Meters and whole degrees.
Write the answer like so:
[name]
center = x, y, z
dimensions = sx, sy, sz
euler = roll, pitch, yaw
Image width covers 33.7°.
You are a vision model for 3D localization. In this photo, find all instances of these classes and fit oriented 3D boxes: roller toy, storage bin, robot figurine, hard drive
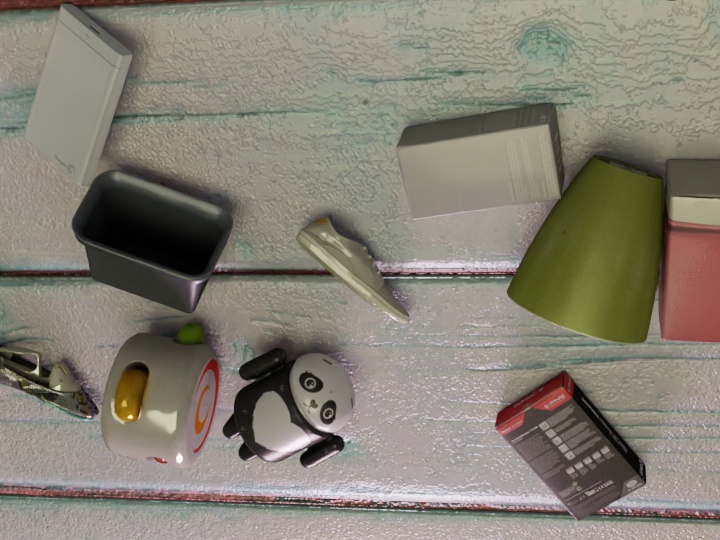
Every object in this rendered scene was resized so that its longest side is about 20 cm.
[roller toy]
center = -0.292, 0.187, 1.710
dimensions = 0.139, 0.200, 0.183
euler = 10, 124, 7
[storage bin]
center = -0.284, -0.036, 1.639
dimensions = 0.199, 0.146, 0.135
euler = 20, 146, 1
[robot figurine]
center = -0.103, 0.201, 1.713
dimensions = 0.199, 0.125, 0.150
euler = -29, 139, 23
[hard drive]
center = -0.378, -0.231, 1.578
dimensions = 0.132, 0.027, 0.201
euler = 40, 122, 24

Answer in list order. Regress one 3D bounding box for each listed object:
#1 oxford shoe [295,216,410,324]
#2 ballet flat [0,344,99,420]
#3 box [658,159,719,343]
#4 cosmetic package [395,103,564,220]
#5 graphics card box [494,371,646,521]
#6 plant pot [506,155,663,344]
[oxford shoe]
center = 0.000, 0.000, 1.630
dimensions = 0.200, 0.075, 0.058
euler = 43, 81, -13
[ballet flat]
center = -0.485, 0.162, 1.809
dimensions = 0.199, 0.072, 0.072
euler = 23, 119, -2
[box]
center = 0.434, -0.025, 1.489
dimensions = 0.108, 0.128, 0.201
euler = 2, 116, 12
[cosmetic package]
center = 0.153, -0.138, 1.516
dimensions = 0.199, 0.090, 0.107
euler = -5, 116, 17
[graphics card box]
center = 0.301, 0.253, 1.700
dimensions = 0.125, 0.051, 0.200
euler = -37, 103, 25
[plant pot]
center = 0.303, -0.036, 1.499
dimensions = 0.186, 0.187, 0.201
euler = 17, 103, 3
